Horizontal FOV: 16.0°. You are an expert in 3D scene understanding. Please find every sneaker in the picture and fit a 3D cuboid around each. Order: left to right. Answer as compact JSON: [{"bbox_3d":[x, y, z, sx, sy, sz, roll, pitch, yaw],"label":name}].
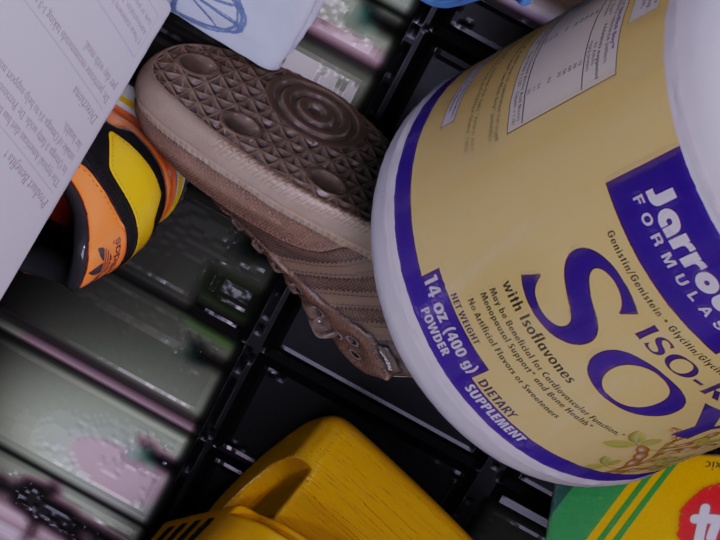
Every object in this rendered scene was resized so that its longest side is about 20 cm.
[{"bbox_3d":[-0.163,-0.052,0.896,0.200,0.090,0.070,21,122,5],"label":"sneaker"},{"bbox_3d":[0.000,0.000,0.886,0.200,0.070,0.076,31,123,0],"label":"sneaker"}]

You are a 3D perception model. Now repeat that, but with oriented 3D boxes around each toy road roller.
[{"bbox_3d":[-0.041,0.137,0.962,0.123,0.146,0.200,45,158,-10],"label":"toy road roller"}]

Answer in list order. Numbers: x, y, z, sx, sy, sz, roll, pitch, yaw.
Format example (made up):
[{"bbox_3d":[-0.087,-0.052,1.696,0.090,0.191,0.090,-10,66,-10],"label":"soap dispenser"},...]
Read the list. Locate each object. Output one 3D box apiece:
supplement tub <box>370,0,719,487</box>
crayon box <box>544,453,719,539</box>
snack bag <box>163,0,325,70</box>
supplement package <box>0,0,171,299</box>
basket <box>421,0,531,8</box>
[{"bbox_3d":[0.114,-0.026,0.765,0.145,0.145,0.200,49,139,-12],"label":"supplement tub"},{"bbox_3d":[0.117,0.160,0.860,0.127,0.200,0.051,1,150,18],"label":"crayon box"},{"bbox_3d":[-0.093,-0.138,0.785,0.200,0.021,0.189,29,166,-3],"label":"snack bag"},{"bbox_3d":[-0.169,-0.045,0.801,0.117,0.200,0.117,22,163,23],"label":"supplement package"},{"bbox_3d":[0.044,-0.164,0.757,0.200,0.139,0.176,-2,123,49],"label":"basket"}]
